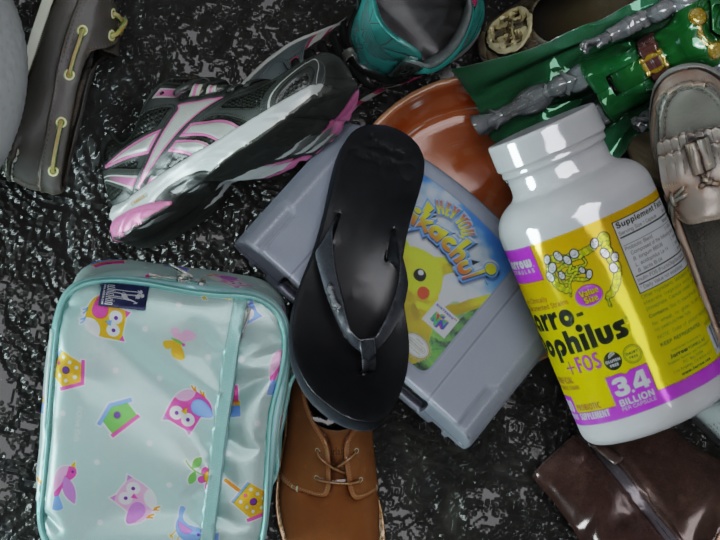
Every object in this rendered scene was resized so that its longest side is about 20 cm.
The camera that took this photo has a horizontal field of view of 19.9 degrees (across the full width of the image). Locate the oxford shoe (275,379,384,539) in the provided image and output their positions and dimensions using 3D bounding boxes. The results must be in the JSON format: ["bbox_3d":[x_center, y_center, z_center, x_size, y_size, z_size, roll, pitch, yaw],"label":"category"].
[{"bbox_3d":[-0.020,0.130,1.343,0.071,0.071,0.201,-6,85,-8],"label":"oxford shoe"}]

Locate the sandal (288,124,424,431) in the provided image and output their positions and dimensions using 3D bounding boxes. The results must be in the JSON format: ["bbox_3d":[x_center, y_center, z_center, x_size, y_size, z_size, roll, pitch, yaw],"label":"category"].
[{"bbox_3d":[-0.001,-0.001,1.283,0.076,0.043,0.201,9,71,-13],"label":"sandal"}]

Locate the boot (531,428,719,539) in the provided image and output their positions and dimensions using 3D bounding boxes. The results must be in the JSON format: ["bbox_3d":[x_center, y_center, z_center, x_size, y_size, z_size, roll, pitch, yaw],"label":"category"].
[{"bbox_3d":[0.172,0.197,1.368,0.200,0.072,0.166,-44,77,-7],"label":"boot"}]

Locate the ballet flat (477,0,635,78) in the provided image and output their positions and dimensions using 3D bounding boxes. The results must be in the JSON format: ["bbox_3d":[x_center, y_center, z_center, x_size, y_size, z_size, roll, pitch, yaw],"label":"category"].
[{"bbox_3d":[0.170,-0.176,1.359,0.199,0.046,0.068,-12,63,18],"label":"ballet flat"}]

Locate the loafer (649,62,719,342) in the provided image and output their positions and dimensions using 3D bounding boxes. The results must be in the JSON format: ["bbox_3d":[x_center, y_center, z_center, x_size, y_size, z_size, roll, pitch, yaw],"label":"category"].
[{"bbox_3d":[0.229,-0.032,1.297,0.072,0.063,0.201,-11,119,14],"label":"loafer"}]

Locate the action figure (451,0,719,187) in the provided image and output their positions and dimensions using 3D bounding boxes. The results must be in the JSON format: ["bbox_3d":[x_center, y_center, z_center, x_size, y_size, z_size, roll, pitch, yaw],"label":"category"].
[{"bbox_3d":[0.170,-0.126,1.330,0.200,0.055,0.118,-30,101,17],"label":"action figure"}]

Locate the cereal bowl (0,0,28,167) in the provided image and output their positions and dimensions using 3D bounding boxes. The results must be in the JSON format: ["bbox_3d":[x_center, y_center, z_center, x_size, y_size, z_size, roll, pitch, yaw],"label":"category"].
[{"bbox_3d":[-0.282,-0.109,1.309,0.200,0.083,0.201,-12,69,35],"label":"cereal bowl"}]

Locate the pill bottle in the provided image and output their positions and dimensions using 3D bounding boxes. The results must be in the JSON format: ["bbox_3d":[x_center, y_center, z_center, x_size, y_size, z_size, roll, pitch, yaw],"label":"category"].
[{"bbox_3d":[0.151,0.001,1.292,0.104,0.104,0.201,-24,94,-8],"label":"pill bottle"}]

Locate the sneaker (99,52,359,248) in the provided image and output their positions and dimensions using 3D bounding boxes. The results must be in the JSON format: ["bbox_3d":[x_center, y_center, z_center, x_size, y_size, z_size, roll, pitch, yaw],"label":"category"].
[{"bbox_3d":[-0.098,-0.095,1.325,0.200,0.080,0.087,-29,75,24],"label":"sneaker"}]

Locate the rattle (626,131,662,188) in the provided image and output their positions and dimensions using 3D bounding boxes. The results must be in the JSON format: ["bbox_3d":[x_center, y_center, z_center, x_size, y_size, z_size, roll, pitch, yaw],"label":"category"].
[{"bbox_3d":[0.244,-0.123,1.411,0.130,0.143,0.200,-53,46,25],"label":"rattle"}]

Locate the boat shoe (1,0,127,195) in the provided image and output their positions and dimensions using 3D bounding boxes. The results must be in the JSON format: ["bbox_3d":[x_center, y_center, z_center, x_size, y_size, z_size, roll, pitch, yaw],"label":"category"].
[{"bbox_3d":[-0.189,-0.150,1.359,0.060,0.072,0.202,22,90,-2],"label":"boat shoe"}]

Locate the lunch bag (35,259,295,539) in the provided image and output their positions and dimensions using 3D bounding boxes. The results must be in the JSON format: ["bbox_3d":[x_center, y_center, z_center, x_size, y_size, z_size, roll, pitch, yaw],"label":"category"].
[{"bbox_3d":[-0.121,0.092,1.313,0.160,0.077,0.201,7,98,1],"label":"lunch bag"}]

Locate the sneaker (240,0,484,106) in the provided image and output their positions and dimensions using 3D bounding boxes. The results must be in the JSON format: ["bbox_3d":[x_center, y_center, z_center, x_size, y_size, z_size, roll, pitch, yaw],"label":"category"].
[{"bbox_3d":[-0.002,-0.141,1.347,0.200,0.121,0.084,-32,84,-7],"label":"sneaker"}]

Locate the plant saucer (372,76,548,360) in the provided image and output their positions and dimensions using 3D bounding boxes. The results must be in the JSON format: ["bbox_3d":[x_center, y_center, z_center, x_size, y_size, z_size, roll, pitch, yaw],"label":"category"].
[{"bbox_3d":[0.083,-0.032,1.390,0.199,0.032,0.201,1,83,-6],"label":"plant saucer"}]

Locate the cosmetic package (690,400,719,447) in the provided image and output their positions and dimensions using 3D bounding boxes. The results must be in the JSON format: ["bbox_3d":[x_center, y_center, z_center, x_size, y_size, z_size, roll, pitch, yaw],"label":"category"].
[{"bbox_3d":[0.341,0.088,1.317,0.166,0.200,0.167,-43,88,-8],"label":"cosmetic package"}]

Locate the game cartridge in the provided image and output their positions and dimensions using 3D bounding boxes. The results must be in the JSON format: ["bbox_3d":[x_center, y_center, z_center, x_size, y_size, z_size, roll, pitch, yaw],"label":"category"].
[{"bbox_3d":[0.033,0.003,1.334,0.200,0.040,0.133,41,64,-1],"label":"game cartridge"}]
